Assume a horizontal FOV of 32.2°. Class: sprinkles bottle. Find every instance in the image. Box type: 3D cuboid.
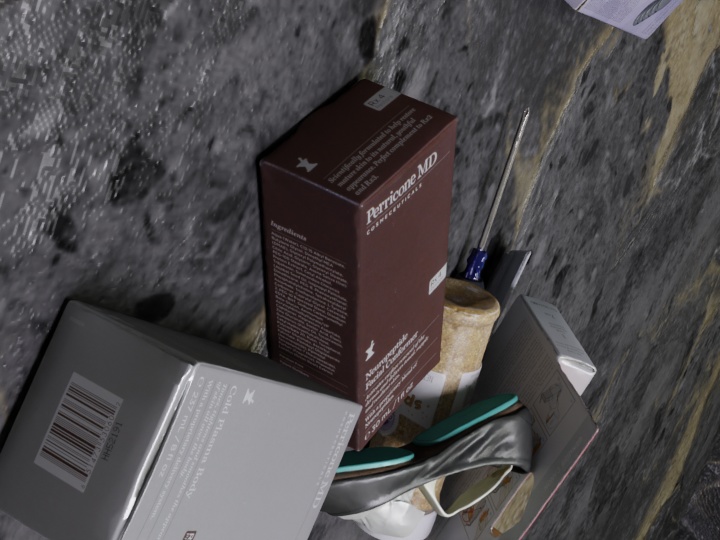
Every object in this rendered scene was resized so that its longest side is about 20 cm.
[{"bbox_3d":[0.047,0.106,0.940,0.068,0.068,0.201,-20,130,-57],"label":"sprinkles bottle"}]

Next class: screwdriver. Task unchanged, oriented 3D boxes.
[{"bbox_3d":[0.100,-0.031,0.961,0.029,0.028,0.201,8,112,-34],"label":"screwdriver"}]

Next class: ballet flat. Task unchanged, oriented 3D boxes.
[{"bbox_3d":[0.038,0.143,0.862,0.199,0.068,0.069,-15,93,-21],"label":"ballet flat"}]

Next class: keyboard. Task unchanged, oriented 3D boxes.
[{"bbox_3d":[0.088,0.073,1.025,0.201,0.011,0.056,-64,-167,-3],"label":"keyboard"}]

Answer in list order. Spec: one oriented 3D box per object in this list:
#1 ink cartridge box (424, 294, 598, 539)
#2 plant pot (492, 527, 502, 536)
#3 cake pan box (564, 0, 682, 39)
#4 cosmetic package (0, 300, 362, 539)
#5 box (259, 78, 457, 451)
[{"bbox_3d":[0.114,0.146,0.963,0.043,0.174,0.200,19,115,-25],"label":"ink cartridge box"},{"bbox_3d":[0.073,0.349,1.102,0.183,0.200,0.201,-33,144,-22],"label":"plant pot"},{"bbox_3d":[0.236,-0.264,0.908,0.200,0.052,0.184,-48,164,23],"label":"cake pan box"},{"bbox_3d":[-0.086,0.091,0.644,0.200,0.090,0.107,23,89,-62],"label":"cosmetic package"},{"bbox_3d":[0.000,0.000,0.746,0.100,0.075,0.201,-44,147,-37],"label":"box"}]
